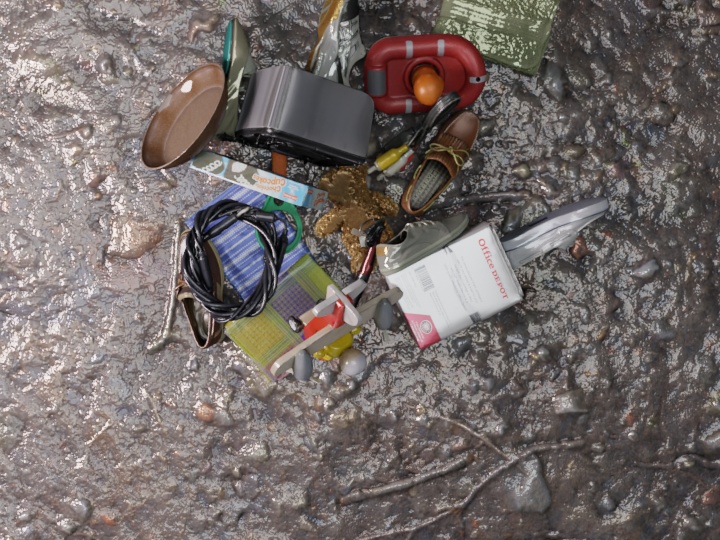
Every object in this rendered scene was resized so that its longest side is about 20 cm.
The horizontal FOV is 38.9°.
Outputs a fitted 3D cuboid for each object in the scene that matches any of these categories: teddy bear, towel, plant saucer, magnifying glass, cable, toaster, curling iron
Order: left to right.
[{"bbox_3d":[-0.273,-0.238,1.625,0.037,0.200,0.201,36,91,-35],"label":"plant saucer"},{"bbox_3d":[-0.209,-0.014,1.656,0.163,0.051,0.201,19,82,-12],"label":"cable"},{"bbox_3d":[-0.183,-0.045,1.725,0.145,0.024,0.200,-36,98,-2],"label":"towel"},{"bbox_3d":[-0.137,-0.126,1.713,0.079,0.022,0.201,1,91,-12],"label":"magnifying glass"},{"bbox_3d":[-0.121,0.083,1.731,0.200,0.023,0.144,-43,111,0],"label":"towel"},{"bbox_3d":[-0.098,-0.239,1.616,0.199,0.181,0.119,15,87,-25],"label":"toaster"},{"bbox_3d":[-0.003,-0.087,1.725,0.145,0.067,0.200,-41,105,9],"label":"teddy bear"},{"bbox_3d":[0.000,0.000,1.704,0.049,0.026,0.201,-7,124,-42],"label":"curling iron"},{"bbox_3d":[0.101,-0.216,1.665,0.200,0.097,0.050,-34,76,30],"label":"cable"},{"bbox_3d":[0.228,-0.424,1.722,0.199,0.036,0.149,14,93,-7],"label":"towel"}]

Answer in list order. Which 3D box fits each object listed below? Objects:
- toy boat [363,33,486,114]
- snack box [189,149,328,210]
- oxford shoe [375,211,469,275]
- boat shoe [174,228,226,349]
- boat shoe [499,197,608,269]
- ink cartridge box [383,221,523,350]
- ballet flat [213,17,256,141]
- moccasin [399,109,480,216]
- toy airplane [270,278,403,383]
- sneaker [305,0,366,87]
[{"bbox_3d":[0.108,-0.310,1.661,0.199,0.131,0.131,-5,122,-4],"label":"toy boat"},{"bbox_3d":[-0.161,-0.146,1.639,0.199,0.116,0.037,20,95,13],"label":"snack box"},{"bbox_3d":[0.104,-0.059,1.698,0.200,0.075,0.058,-31,101,-29],"label":"oxford shoe"},{"bbox_3d":[-0.270,0.032,1.691,0.072,0.072,0.201,-3,100,17],"label":"boat shoe"},{"bbox_3d":[0.339,-0.064,1.758,0.199,0.074,0.066,-24,102,7],"label":"boat shoe"},{"bbox_3d":[0.156,0.023,1.735,0.199,0.085,0.146,-25,98,-1],"label":"ink cartridge box"},{"bbox_3d":[-0.204,-0.311,1.679,0.069,0.069,0.201,12,99,-7],"label":"ballet flat"},{"bbox_3d":[0.135,-0.182,1.715,0.074,0.078,0.202,39,91,-8],"label":"moccasin"},{"bbox_3d":[-0.031,0.100,1.623,0.200,0.199,0.141,-33,85,19],"label":"toy airplane"},{"bbox_3d":[-0.026,-0.388,1.691,0.087,0.076,0.201,16,97,-23],"label":"sneaker"}]
